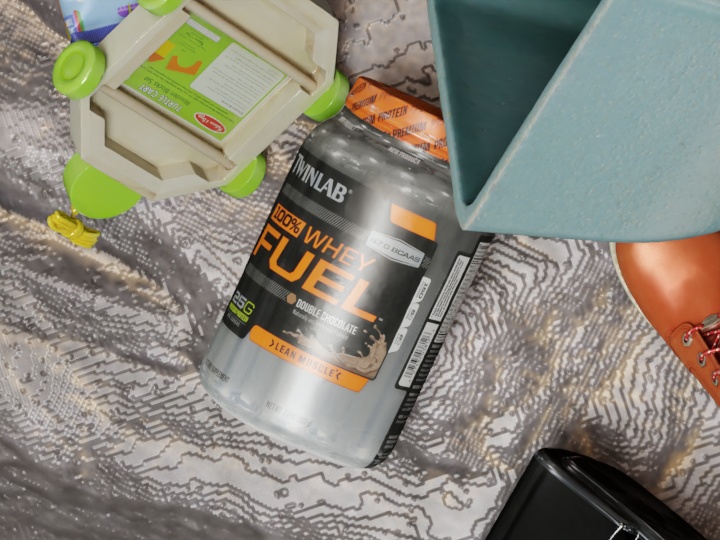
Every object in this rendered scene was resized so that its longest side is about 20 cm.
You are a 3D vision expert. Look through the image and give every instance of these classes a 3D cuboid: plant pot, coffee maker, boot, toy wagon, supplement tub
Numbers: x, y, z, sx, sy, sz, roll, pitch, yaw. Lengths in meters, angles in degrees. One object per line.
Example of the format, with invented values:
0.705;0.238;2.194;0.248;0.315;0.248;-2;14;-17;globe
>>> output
0.169;-0.132;1.351;0.199;0.197;0.196;13;136;-20;plant pot
0.091;0.202;1.436;0.192;0.135;0.201;33;97;4;coffee maker
0.212;0.039;1.423;0.075;0.107;0.200;-41;87;11;boot
-0.106;-0.094;1.436;0.200;0.155;0.040;-42;48;16;toy wagon
0.000;0.000;1.436;0.122;0.123;0.201;25;97;4;supplement tub

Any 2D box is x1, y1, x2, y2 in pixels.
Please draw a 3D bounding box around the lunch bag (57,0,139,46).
-0.089;-0.221;1.459;0.199;0.094;0.151;-15;92;-6;lunch bag
